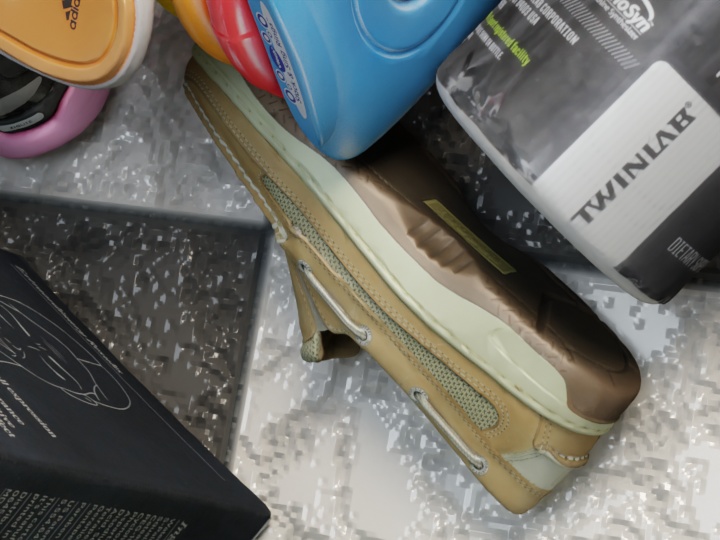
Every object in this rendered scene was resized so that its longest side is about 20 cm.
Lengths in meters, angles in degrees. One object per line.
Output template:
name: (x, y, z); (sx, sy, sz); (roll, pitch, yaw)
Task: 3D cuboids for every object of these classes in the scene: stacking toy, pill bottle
stacking toy: (-0.056, -0.127, 0.808); (0.199, 0.116, 0.110); (24, 59, 36)
pill bottle: (0.126, -0.093, 0.763); (0.200, 0.106, 0.106); (-45, 67, 9)

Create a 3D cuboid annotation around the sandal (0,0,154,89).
sandal: (-0.153, -0.116, 0.796); (0.206, 0.059, 0.080); (27, 115, 35)

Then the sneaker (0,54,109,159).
sneaker: (-0.149, -0.143, 0.895); (0.079, 0.095, 0.201); (-23, 70, 18)

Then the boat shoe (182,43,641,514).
boat shoe: (0.000, 0.000, 0.823); (0.200, 0.072, 0.076); (47, 114, 25)

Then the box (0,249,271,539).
box: (-0.147, 0.062, 0.794); (0.148, 0.200, 0.107); (42, 98, 24)
